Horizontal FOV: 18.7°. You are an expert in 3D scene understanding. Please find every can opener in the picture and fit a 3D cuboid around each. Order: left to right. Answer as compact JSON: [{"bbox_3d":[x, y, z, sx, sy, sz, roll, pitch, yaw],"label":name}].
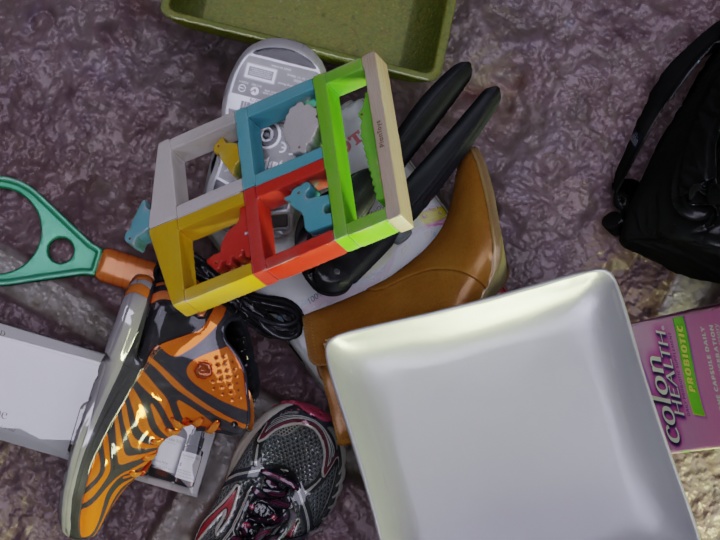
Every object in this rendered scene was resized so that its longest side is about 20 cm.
[{"bbox_3d":[0.028,-0.061,1.471,0.063,0.079,0.200,49,66,-9],"label":"can opener"}]

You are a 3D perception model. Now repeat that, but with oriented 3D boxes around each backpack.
[{"bbox_3d":[0.280,-0.092,1.560,0.126,0.167,0.200,29,82,-21],"label":"backpack"}]

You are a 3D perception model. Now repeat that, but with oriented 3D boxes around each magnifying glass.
[{"bbox_3d":[-0.209,-0.012,1.579,0.200,0.022,0.080,18,85,-3],"label":"magnifying glass"}]

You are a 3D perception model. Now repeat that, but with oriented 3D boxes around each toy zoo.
[{"bbox_3d":[-0.065,-0.051,1.424,0.200,0.020,0.131,-22,56,20],"label":"toy zoo"}]

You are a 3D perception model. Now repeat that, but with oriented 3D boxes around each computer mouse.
[{"bbox_3d":[-0.069,-0.059,1.498,0.109,0.044,0.201,16,91,2],"label":"computer mouse"}]

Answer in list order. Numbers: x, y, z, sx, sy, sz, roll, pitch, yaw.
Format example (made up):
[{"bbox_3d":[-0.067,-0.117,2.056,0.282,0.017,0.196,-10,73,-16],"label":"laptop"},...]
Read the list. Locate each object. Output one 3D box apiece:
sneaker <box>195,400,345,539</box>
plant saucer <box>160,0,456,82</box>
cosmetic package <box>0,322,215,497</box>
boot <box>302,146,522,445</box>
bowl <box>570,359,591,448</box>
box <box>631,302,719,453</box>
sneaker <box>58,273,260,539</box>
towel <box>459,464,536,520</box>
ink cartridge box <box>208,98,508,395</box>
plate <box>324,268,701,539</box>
[{"bbox_3d":[-0.072,0.187,1.525,0.080,0.075,0.200,26,96,-1],"label":"sneaker"},{"bbox_3d":[-0.028,-0.224,1.562,0.199,0.048,0.200,14,59,-2],"label":"plant saucer"},{"bbox_3d":[-0.200,0.095,1.558,0.200,0.051,0.083,16,85,-3],"label":"cosmetic package"},{"bbox_3d":[0.030,0.015,1.481,0.144,0.071,0.202,-9,66,6],"label":"boot"},{"bbox_3d":[0.142,0.116,1.529,0.094,0.201,0.201,-15,87,21],"label":"bowl"},{"bbox_3d":[0.309,0.056,1.491,0.176,0.200,0.097,-12,87,-28],"label":"box"},{"bbox_3d":[-0.133,0.108,1.481,0.112,0.078,0.200,19,112,-5],"label":"sneaker"},{"bbox_3d":[0.106,0.193,1.499,0.148,0.200,0.050,45,72,-1],"label":"towel"},{"bbox_3d":[0.000,0.000,1.560,0.146,0.083,0.200,-36,89,-5],"label":"ink cartridge box"},{"bbox_3d":[0.095,0.115,1.394,0.199,0.032,0.200,-14,75,-9],"label":"plate"}]
